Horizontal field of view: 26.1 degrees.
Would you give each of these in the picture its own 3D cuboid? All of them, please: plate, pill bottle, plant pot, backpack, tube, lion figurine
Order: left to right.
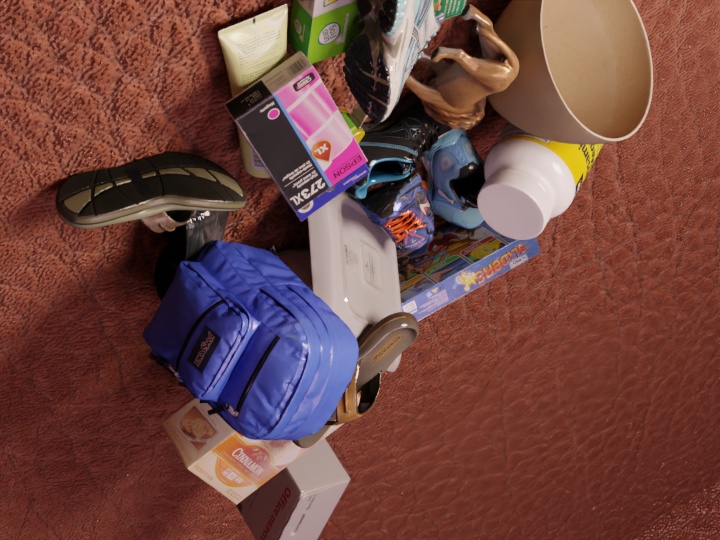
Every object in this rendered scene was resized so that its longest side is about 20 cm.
[{"bbox_3d":[-0.118,0.087,1.625,0.167,0.200,0.163,-1,124,-53],"label":"backpack"},{"bbox_3d":[-0.101,-0.180,1.565,0.201,0.051,0.058,88,19,-51],"label":"tube"},{"bbox_3d":[0.000,0.000,1.783,0.032,0.202,0.200,-13,159,24],"label":"plate"},{"bbox_3d":[0.115,-0.204,1.636,0.122,0.200,0.073,30,73,-20],"label":"lion figurine"},{"bbox_3d":[0.213,-0.133,1.811,0.201,0.112,0.113,-57,166,-36],"label":"pill bottle"},{"bbox_3d":[0.211,-0.226,1.714,0.199,0.202,0.134,-2,171,-45],"label":"plant pot"}]

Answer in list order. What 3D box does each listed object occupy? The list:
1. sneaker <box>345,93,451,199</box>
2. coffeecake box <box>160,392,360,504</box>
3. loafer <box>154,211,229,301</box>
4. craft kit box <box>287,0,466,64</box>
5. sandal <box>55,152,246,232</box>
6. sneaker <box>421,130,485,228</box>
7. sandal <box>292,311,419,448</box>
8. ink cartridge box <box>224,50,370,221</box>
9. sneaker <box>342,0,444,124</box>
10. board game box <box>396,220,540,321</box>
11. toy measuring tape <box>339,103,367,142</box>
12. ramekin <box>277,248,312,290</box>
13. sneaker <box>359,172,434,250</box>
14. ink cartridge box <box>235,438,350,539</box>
[{"bbox_3d":[0.050,-0.140,1.742,0.199,0.082,0.074,-28,147,-19],"label":"sneaker"},{"bbox_3d":[-0.109,0.168,1.810,0.199,0.073,0.154,-37,150,0],"label":"coffeecake box"},{"bbox_3d":[-0.178,-0.010,1.698,0.072,0.073,0.201,-22,149,-30],"label":"loafer"},{"bbox_3d":[0.029,-0.311,1.515,0.196,0.049,0.201,-20,147,-22],"label":"craft kit box"},{"bbox_3d":[-0.213,-0.071,1.569,0.199,0.080,0.058,-9,137,-25],"label":"sandal"},{"bbox_3d":[0.122,-0.096,1.874,0.078,0.090,0.200,-34,152,-3],"label":"sneaker"},{"bbox_3d":[-0.002,0.132,1.745,0.200,0.055,0.082,-43,150,5],"label":"sandal"},{"bbox_3d":[-0.056,-0.127,1.586,0.094,0.037,0.200,-35,141,-2],"label":"ink cartridge box"},{"bbox_3d":[0.043,-0.228,1.532,0.086,0.078,0.201,-23,149,-28],"label":"sneaker"},{"bbox_3d":[0.107,-0.010,1.942,0.199,0.135,0.035,-28,117,-13],"label":"board game box"},{"bbox_3d":[-0.030,-0.155,1.650,0.073,0.074,0.200,3,133,-48],"label":"toy measuring tape"},{"bbox_3d":[-0.085,0.066,1.871,0.199,0.105,0.201,-26,149,-17],"label":"ramekin"},{"bbox_3d":[0.054,-0.064,1.789,0.075,0.079,0.200,-23,176,14],"label":"sneaker"},{"bbox_3d":[-0.113,0.246,2.001,0.084,0.201,0.147,-11,143,-36],"label":"ink cartridge box"}]
